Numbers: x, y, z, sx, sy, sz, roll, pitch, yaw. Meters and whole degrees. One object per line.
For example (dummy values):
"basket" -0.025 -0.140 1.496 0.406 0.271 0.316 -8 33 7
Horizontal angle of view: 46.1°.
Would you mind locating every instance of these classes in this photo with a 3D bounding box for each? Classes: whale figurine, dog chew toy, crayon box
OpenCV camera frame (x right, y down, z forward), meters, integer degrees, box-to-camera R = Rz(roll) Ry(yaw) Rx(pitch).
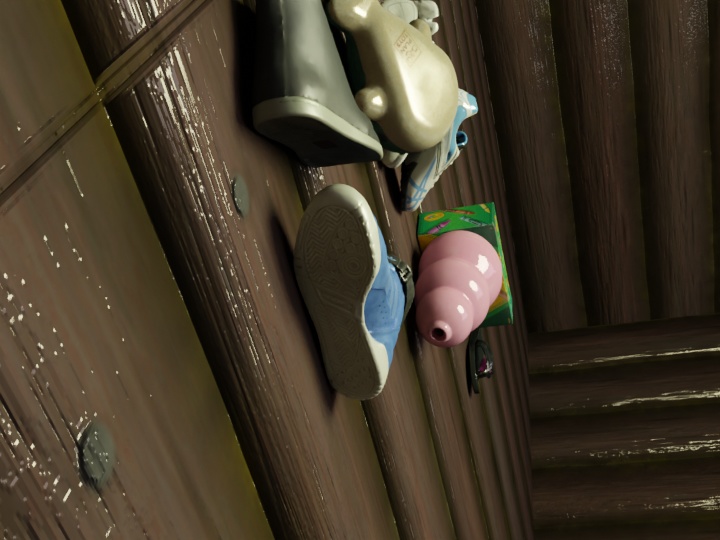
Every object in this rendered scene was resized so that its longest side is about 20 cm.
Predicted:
"whale figurine" 0.023 -0.223 0.940 0.201 0.103 0.161 50 56 -26
"dog chew toy" 0.128 0.032 1.166 0.201 0.122 0.127 -61 142 -54
"crayon box" 0.165 -0.002 1.310 0.059 0.116 0.203 -80 157 -50

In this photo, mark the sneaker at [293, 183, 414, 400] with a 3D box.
"sneaker" -0.001 0.000 0.732 0.112 0.075 0.204 -66 151 -53

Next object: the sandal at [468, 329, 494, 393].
"sandal" 0.239 0.168 1.662 0.201 0.047 0.077 -68 148 -63

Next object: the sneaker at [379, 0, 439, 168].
"sneaker" 0.041 -0.230 1.040 0.075 0.079 0.205 -123 -139 -74

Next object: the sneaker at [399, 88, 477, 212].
"sneaker" 0.094 -0.146 1.088 0.202 0.071 0.073 111 -14 -48

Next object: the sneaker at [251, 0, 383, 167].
"sneaker" -0.029 -0.153 0.702 0.200 0.073 0.109 20 66 -73
